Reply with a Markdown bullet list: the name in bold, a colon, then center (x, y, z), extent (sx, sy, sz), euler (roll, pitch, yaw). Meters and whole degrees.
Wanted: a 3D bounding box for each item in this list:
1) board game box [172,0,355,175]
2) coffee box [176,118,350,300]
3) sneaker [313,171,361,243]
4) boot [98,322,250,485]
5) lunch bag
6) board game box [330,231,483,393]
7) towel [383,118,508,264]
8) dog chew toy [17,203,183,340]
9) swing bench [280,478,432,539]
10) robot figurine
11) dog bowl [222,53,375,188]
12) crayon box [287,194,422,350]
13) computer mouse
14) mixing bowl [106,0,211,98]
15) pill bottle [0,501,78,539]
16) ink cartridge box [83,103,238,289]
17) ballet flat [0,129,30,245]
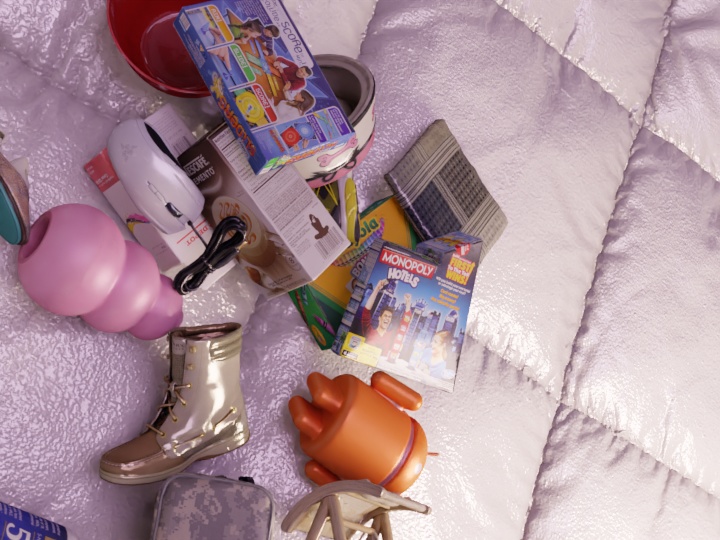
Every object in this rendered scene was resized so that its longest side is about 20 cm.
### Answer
- **board game box**: center (-0.107, -0.217, 1.334), extent (0.134, 0.034, 0.202), euler (-22, 79, -38)
- **coffee box**: center (-0.119, -0.076, 1.374), extent (0.201, 0.114, 0.080), euler (53, 54, -10)
- **sneaker**: center (-0.049, -0.122, 1.518), extent (0.083, 0.075, 0.202), euler (-8, 56, -3)
- **boot**: center (-0.213, 0.148, 1.343), extent (0.198, 0.072, 0.157), euler (-17, 116, -40)
- **lunch bag**: center (-0.169, 0.325, 1.316), extent (0.137, 0.168, 0.203), euler (8, 76, -8)
- **board game box**: center (0.068, 0.032, 1.500), extent (0.199, 0.061, 0.202), euler (22, 89, -37)
- **towel**: center (0.119, -0.092, 1.633), extent (0.194, 0.034, 0.200), euler (56, 38, -11)
- **dog chew toy**: center (-0.283, 0.012, 1.332), extent (0.199, 0.124, 0.126), euler (34, 64, -31)
- **swing bench**: center (-0.010, 0.353, 1.381), extent (0.199, 0.128, 0.203), euler (42, 52, -63)
- **robot figurine**: center (0.004, 0.207, 1.476), extent (0.199, 0.116, 0.145), euler (37, 59, -22)
- **dog bowl**: center (-0.068, -0.180, 1.470), extent (0.201, 0.198, 0.074), euler (-50, 139, -29)
- **crayon box**: center (0.000, 0.000, 1.549), extent (0.199, 0.058, 0.120), euler (-37, 101, -32)
- **computer mouse**: center (-0.219, -0.079, 1.330), extent (0.201, 0.109, 0.044), euler (52, 14, -5)
- **mixing bowl**: center (-0.209, -0.287, 1.427), extent (0.197, 0.108, 0.203), euler (4, 74, -14)
- **pill bottle**: center (-0.357, 0.311, 1.222), extent (0.199, 0.119, 0.121), euler (28, 67, -25)
- **ink cartridge box**: center (-0.221, -0.081, 1.417), extent (0.116, 0.067, 0.201), euler (-42, 102, -32)
- **ballet flat**: center (-0.406, -0.122, 1.296), extent (0.067, 0.068, 0.201), euler (-35, 91, -44)
